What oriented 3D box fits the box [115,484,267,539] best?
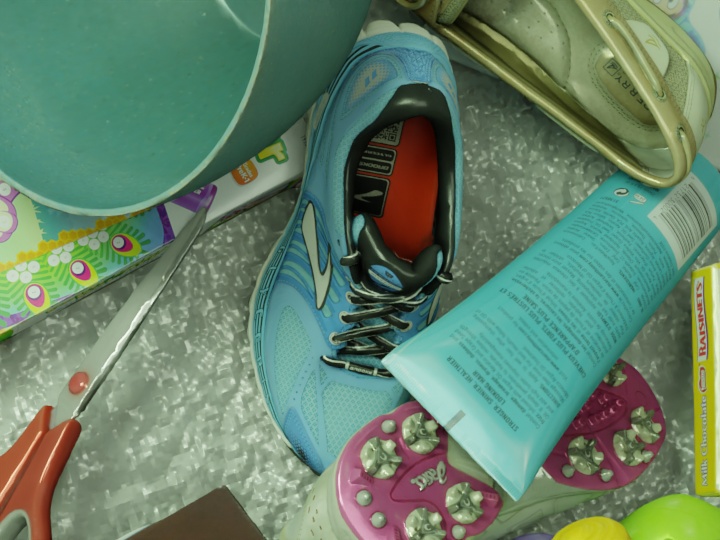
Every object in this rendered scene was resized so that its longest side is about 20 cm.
[{"bbox_3d":[-0.045,0.183,0.921,0.100,0.200,0.075,-29,132,-13],"label":"box"}]

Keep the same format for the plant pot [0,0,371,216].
[{"bbox_3d":[-0.070,-0.131,0.943,0.135,0.200,0.200,-17,83,-50],"label":"plant pot"}]

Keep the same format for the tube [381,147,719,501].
[{"bbox_3d":[0.091,0.013,0.999,0.077,0.050,0.200,42,48,6],"label":"tube"}]

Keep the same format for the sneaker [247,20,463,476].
[{"bbox_3d":[0.000,0.000,0.987,0.078,0.090,0.200,3,109,-12],"label":"sneaker"}]

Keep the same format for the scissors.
[{"bbox_3d":[-0.129,0.057,0.994,0.014,0.073,0.200,36,70,-41],"label":"scissors"}]

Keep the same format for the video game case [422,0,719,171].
[{"bbox_3d":[0.151,-0.136,1.031,0.200,0.182,0.024,22,34,-6],"label":"video game case"}]

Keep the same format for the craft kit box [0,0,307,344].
[{"bbox_3d":[-0.148,-0.084,1.021,0.197,0.049,0.200,-30,87,-16],"label":"craft kit box"}]

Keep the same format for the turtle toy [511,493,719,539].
[{"bbox_3d":[0.090,0.167,0.992,0.200,0.101,0.146,-30,110,-16],"label":"turtle toy"}]

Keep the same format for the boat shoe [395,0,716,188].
[{"bbox_3d":[0.068,-0.113,1.005,0.201,0.073,0.063,41,33,-11],"label":"boat shoe"}]

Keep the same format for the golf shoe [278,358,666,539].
[{"bbox_3d":[0.047,0.085,1.008,0.200,0.092,0.075,-14,72,-41],"label":"golf shoe"}]

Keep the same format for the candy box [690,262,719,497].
[{"bbox_3d":[0.241,0.053,1.058,0.200,0.026,0.102,4,82,-22],"label":"candy box"}]
